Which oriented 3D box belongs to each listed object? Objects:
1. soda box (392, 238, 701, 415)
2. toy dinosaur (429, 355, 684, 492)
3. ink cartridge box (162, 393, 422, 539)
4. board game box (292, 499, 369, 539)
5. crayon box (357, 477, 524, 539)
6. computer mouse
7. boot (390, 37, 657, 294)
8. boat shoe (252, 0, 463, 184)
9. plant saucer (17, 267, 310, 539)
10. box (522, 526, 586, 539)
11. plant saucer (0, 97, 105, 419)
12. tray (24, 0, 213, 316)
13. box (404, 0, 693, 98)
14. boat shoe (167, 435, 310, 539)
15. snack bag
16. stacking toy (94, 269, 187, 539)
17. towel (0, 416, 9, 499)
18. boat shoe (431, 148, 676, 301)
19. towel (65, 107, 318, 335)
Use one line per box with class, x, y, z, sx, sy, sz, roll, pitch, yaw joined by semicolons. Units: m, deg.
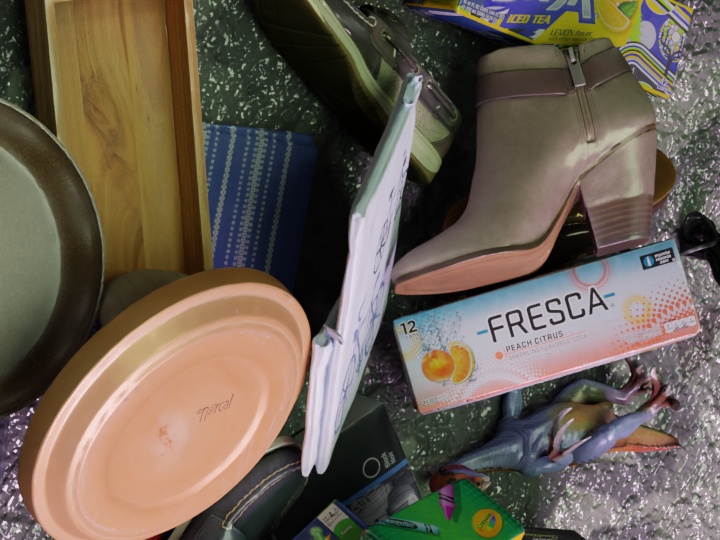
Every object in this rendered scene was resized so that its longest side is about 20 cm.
soda box;0.124;0.039;1.649;0.199;0.064;0.069;-16;85;2
toy dinosaur;0.138;0.129;1.730;0.181;0.105;0.200;-34;127;-5
ink cartridge box;-0.050;0.176;1.636;0.200;0.039;0.100;-34;116;-24
board game box;-0.047;0.244;1.582;0.135;0.034;0.200;-42;157;-21
crayon box;0.016;0.238;1.568;0.119;0.058;0.201;-20;143;-54
computer mouse;0.188;0.013;1.745;0.199;0.110;0.044;-15;119;-20
boot;0.102;-0.073;1.620;0.199;0.070;0.147;-11;77;-11
boat shoe;0.001;-0.142;1.601;0.066;0.072;0.201;-54;127;-21
plant saucer;-0.108;0.087;1.435;0.200;0.032;0.201;-31;146;-24
box;0.100;0.289;1.686;0.148;0.124;0.201;6;106;-35
plant saucer;-0.247;-0.008;1.430;0.199;0.032;0.202;2;86;-26
tray;-0.147;-0.078;1.505;0.098;0.037;0.201;-11;105;-29
box;0.131;-0.180;1.682;0.199;0.064;0.070;18;88;-34
boat shoe;-0.097;0.191;1.538;0.200;0.062;0.075;-45;144;-5
snack bag;0.000;0.000;1.542;0.189;0.021;0.201;-67;169;-55
stacking toy;-0.137;0.101;1.519;0.085;0.085;0.201;-7;129;-33
towel;-0.301;0.094;1.462;0.199;0.034;0.194;1;100;-36
boat shoe;0.130;-0.034;1.711;0.199;0.071;0.071;-18;146;-27
towel;-0.122;-0.027;1.566;0.199;0.024;0.146;6;96;-33
